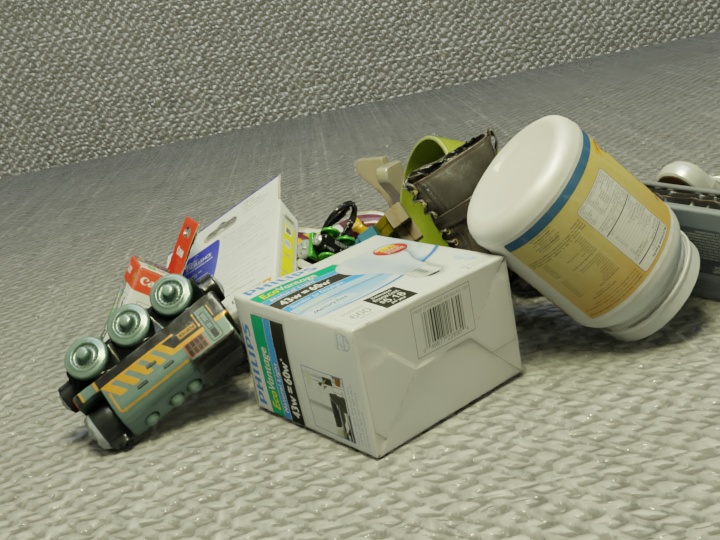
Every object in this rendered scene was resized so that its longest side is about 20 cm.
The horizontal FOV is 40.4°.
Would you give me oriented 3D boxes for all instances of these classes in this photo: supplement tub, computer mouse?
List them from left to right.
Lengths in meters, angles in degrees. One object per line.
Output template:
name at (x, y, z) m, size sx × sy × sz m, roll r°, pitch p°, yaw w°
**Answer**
computer mouse at (-0.085, -0.029, 1.336) m, size 0.199 × 0.059 × 0.034 m, roll -38°, pitch 31°, yaw -8°
supplement tub at (0.218, -0.037, 0.953) m, size 0.145 × 0.199 × 0.145 m, roll -46°, pitch 20°, yaw 22°

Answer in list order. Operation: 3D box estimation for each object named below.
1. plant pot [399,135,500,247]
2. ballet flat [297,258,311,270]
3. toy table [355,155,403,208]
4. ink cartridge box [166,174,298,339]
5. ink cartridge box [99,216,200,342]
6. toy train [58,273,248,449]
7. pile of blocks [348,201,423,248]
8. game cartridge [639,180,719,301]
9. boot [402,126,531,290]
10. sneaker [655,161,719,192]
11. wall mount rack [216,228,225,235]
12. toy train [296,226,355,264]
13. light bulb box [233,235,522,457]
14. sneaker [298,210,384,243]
plant pot at (0.173, -0.072, 1.232) m, size 0.196 × 0.191 × 0.187 m, roll -2°, pitch 13°, yaw -19°
ballet flat at (-0.095, 0.019, 1.284) m, size 0.198 × 0.069 × 0.068 m, roll -28°, pitch 31°, yaw -18°
toy table at (0.082, -0.122, 1.520) m, size 0.181 × 0.119 × 0.200 m, roll -5°, pitch 17°, yaw 19°
ink cartridge box at (-0.156, 0.010, 1.128) m, size 0.196 × 0.047 × 0.202 m, roll -32°, pitch 33°, yaw 25°
ink cartridge box at (-0.247, 0.028, 1.112) m, size 0.050 × 0.203 × 0.109 m, roll 22°, pitch 0°, yaw -19°
toy train at (-0.207, 0.090, 0.990) m, size 0.199 × 0.086 × 0.114 m, roll -38°, pitch 63°, yaw -12°
pile of blocks at (0.018, -0.009, 1.211) m, size 0.081 × 0.063 × 0.200 m, roll -30°, pitch -11°, yaw -30°
game cartridge at (0.347, -0.028, 1.010) m, size 0.042 × 0.134 × 0.199 m, roll -49°, pitch 35°, yaw -17°
boot at (0.101, -0.034, 1.042) m, size 0.199 × 0.175 × 0.069 m, roll -39°, pitch 18°, yaw 9°
sneaker at (0.380, -0.084, 1.064) m, size 0.072 × 0.086 × 0.199 m, roll 21°, pitch -9°, yaw 40°
wall mount rack at (-0.239, 0.023, 1.322) m, size 0.199 × 0.075 × 0.174 m, roll -36°, pitch -3°, yaw -38°
toy train at (0.000, 0.000, 1.132) m, size 0.056 × 0.042 × 0.199 m, roll -12°, pitch -26°, yaw 35°
light bulb box at (0.015, 0.062, 0.951) m, size 0.196 × 0.127 × 0.199 m, roll -24°, pitch 22°, yaw -34°
sneaker at (-0.041, -0.027, 1.389) m, size 0.197 × 0.076 × 0.090 m, roll -12°, pitch 23°, yaw 20°
